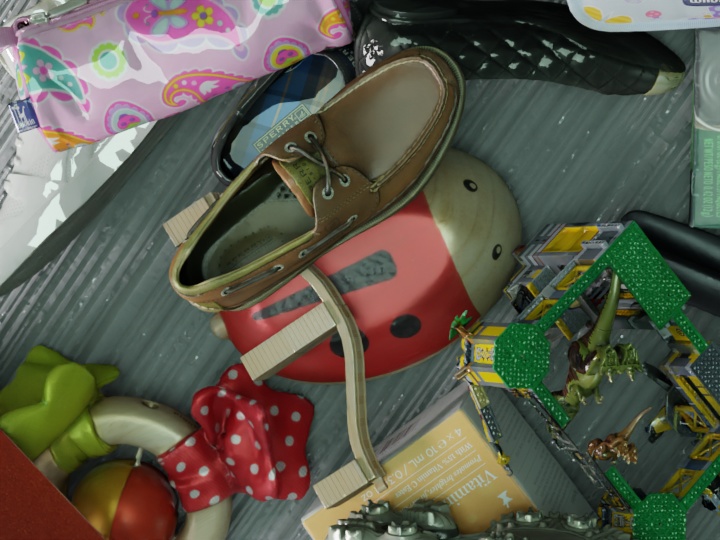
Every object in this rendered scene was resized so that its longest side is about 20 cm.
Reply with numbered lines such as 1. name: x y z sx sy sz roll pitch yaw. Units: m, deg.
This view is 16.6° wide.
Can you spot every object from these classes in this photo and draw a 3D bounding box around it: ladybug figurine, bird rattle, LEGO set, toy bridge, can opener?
1. ladybug figurine: 0.000 0.000 1.467 0.199 0.072 0.136 -26 95 10
2. bird rattle: -0.132 0.123 1.509 0.199 0.113 0.164 12 112 -8
3. LEGO set: 0.131 0.065 1.419 0.200 0.116 0.154 42 73 -20
4. toy bridge: -0.036 0.040 1.419 0.067 0.027 0.201 -34 80 15
5. can opener: 0.242 0.014 1.448 0.199 0.063 0.079 25 128 13

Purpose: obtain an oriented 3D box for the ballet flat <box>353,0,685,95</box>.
1. ballet flat: 0.092 -0.124 1.431 0.199 0.067 0.057 6 118 -13

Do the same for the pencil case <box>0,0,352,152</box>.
1. pencil case: -0.105 -0.135 1.399 0.199 0.087 0.088 -20 95 3

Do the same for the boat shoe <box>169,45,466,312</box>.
1. boat shoe: -0.022 -0.047 1.367 0.200 0.068 0.072 -45 78 11

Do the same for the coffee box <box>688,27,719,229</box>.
1. coffee box: 0.292 -0.085 1.431 0.199 0.044 0.124 2 98 7

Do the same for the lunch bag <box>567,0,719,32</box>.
1. lunch bag: 0.192 -0.197 1.349 0.169 0.200 0.128 -1 98 7

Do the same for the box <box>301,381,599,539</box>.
1. box: 0.079 0.181 1.466 0.124 0.097 0.200 -37 93 16

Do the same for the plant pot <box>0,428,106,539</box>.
1. plant pot: -0.289 0.192 1.434 0.200 0.176 0.200 46 140 -1

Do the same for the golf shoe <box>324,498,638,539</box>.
1. golf shoe: 0.076 0.184 1.368 0.199 0.078 0.098 2 102 32

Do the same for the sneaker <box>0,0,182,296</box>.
1. sneaker: -0.190 -0.090 1.483 0.115 0.074 0.200 41 93 3

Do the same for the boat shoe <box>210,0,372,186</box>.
1. boat shoe: -0.014 -0.119 1.453 0.200 0.066 0.070 -39 93 10
